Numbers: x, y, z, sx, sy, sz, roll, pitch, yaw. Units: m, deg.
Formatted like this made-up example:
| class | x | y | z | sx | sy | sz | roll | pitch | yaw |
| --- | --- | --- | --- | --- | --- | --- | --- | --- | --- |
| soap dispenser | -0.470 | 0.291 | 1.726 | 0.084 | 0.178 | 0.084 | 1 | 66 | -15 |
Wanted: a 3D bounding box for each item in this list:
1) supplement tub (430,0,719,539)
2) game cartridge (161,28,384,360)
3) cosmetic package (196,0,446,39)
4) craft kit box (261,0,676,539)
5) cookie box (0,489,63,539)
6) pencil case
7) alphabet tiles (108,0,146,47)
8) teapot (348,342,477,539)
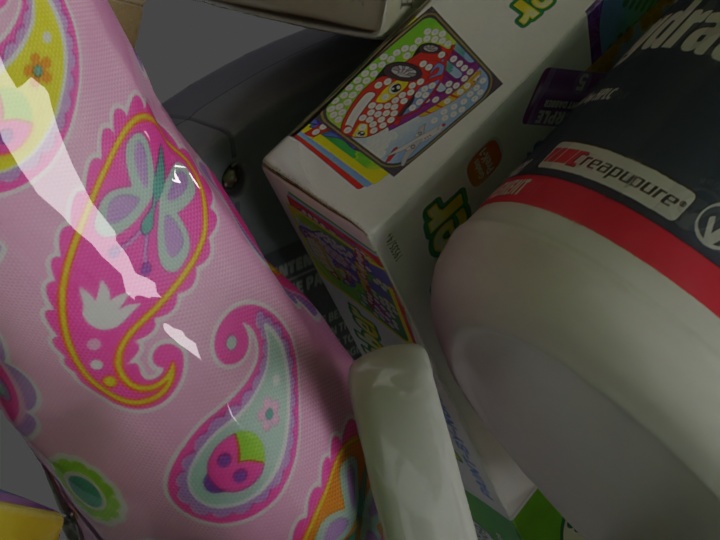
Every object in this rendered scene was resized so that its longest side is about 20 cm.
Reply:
| class | x | y | z | sx | sy | sz | roll | pitch | yaw |
| --- | --- | --- | --- | --- | --- | --- | --- | --- | --- |
| supplement tub | 0.126 | -0.018 | 0.691 | 0.200 | 0.140 | 0.141 | -46 | 133 | -15 |
| game cartridge | 0.000 | 0.000 | 0.802 | 0.199 | 0.040 | 0.134 | -24 | 122 | -42 |
| cosmetic package | 0.051 | -0.120 | 0.793 | 0.199 | 0.073 | 0.104 | -10 | 110 | -47 |
| craft kit box | 0.081 | -0.030 | 0.785 | 0.197 | 0.048 | 0.200 | -44 | 143 | -12 |
| cookie box | -0.167 | 0.126 | 0.620 | 0.171 | 0.075 | 0.201 | 18 | 88 | -51 |
| pencil case | -0.064 | -0.003 | 0.661 | 0.088 | 0.087 | 0.201 | -49 | 125 | -27 |
| alphabet tiles | -0.115 | -0.094 | 0.663 | 0.199 | 0.008 | 0.168 | 10 | 94 | -50 |
| teapot | 0.034 | 0.148 | 0.639 | 0.197 | 0.146 | 0.201 | 30 | 104 | -16 |
